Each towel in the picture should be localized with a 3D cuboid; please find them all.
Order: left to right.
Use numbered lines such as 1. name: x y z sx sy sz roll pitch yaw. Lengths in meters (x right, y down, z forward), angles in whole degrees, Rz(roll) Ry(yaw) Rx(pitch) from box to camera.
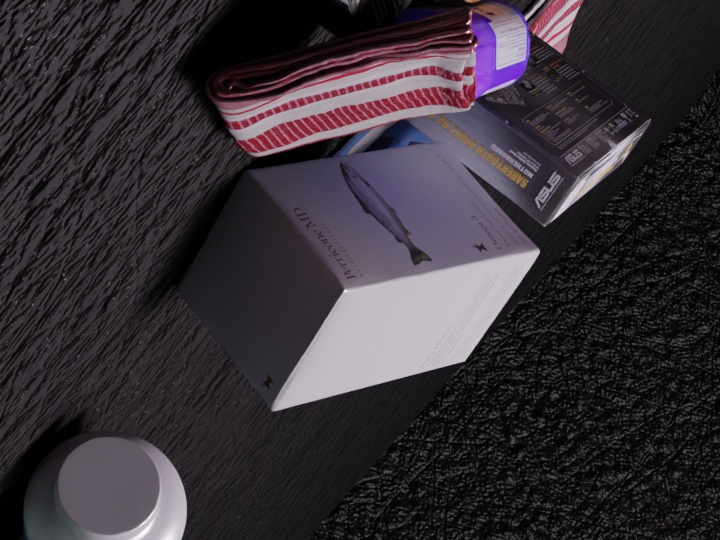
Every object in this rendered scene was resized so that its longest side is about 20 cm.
1. towel: -0.006 -0.098 1.248 0.144 0.023 0.200 -14 173 1
2. towel: 0.166 -0.212 2.025 0.144 0.023 0.200 -48 171 -25

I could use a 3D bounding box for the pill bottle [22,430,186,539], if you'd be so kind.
1. pill bottle: -0.178 0.178 1.542 0.111 0.111 0.200 -48 171 -22

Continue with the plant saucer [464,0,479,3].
1. plant saucer: 0.118 -0.266 1.469 0.200 0.037 0.200 -51 172 -10

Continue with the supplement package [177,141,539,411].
1. supplement package: 0.000 0.000 1.507 0.200 0.117 0.117 -12 144 -46

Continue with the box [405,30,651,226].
1. box: 0.120 -0.121 1.691 0.048 0.158 0.200 -57 171 26

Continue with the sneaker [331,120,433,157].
1. sneaker: -0.002 -0.041 1.643 0.200 0.082 0.074 -46 172 -24

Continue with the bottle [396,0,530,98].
1. bottle: 0.053 -0.144 1.483 0.200 0.083 0.065 -28 121 -68

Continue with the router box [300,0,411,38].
1. router box: 0.022 -0.202 1.168 0.149 0.051 0.200 -53 172 -3
